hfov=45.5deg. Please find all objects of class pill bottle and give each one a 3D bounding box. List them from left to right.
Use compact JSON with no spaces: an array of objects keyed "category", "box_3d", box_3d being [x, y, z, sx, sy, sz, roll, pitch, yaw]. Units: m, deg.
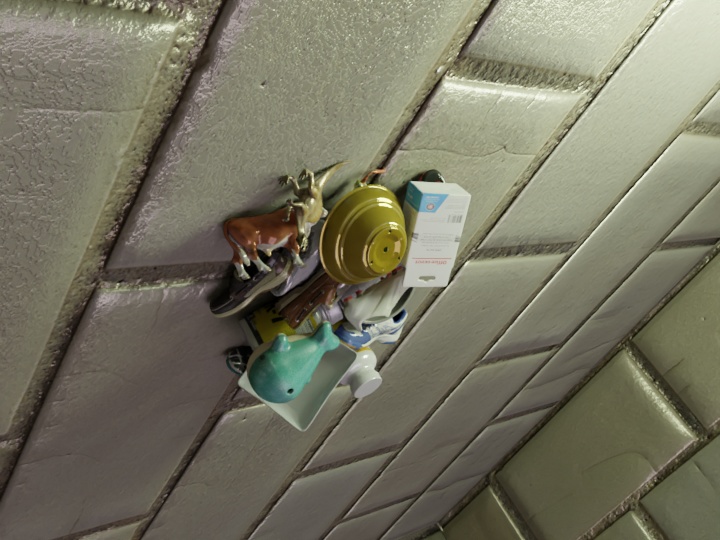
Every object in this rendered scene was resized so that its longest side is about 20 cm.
[{"category":"pill bottle","box_3d":[-0.143,0.106,1.790,0.198,0.115,0.115,-29,152,-11]},{"category":"pill bottle","box_3d":[-0.031,0.185,1.940,0.103,0.201,0.105,-25,151,-15]}]

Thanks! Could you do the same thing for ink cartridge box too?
[{"category":"ink cartridge box","box_3d":[0.136,-0.071,1.718,0.114,0.067,0.203,0,116,-27]}]

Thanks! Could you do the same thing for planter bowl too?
[{"category":"planter bowl","box_3d":[0.027,-0.052,1.611,0.198,0.083,0.203,-19,122,-32]}]

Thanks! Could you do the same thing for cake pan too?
[{"category":"cake pan","box_3d":[0.029,0.011,1.809,0.198,0.037,0.203,-9,109,-25]}]

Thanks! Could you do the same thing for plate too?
[{"category":"plate","box_3d":[-0.131,0.215,1.820,0.201,0.198,0.032,-53,151,-14]}]

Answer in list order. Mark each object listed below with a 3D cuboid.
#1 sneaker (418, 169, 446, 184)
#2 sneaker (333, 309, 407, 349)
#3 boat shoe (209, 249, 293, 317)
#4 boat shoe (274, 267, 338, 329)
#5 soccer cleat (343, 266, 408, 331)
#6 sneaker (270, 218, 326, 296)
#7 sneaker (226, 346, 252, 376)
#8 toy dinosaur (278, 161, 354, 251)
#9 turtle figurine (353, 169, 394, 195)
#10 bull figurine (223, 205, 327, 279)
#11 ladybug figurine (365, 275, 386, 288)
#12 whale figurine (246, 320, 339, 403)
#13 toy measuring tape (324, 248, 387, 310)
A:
[{"category":"sneaker","box_3d":[0.127,-0.121,1.782,0.073,0.087,0.203,-10,121,-22]},{"category":"sneaker","box_3d":[0.023,0.115,1.892,0.199,0.075,0.089,-7,132,-49]},{"category":"boat shoe","box_3d":[-0.218,0.019,1.634,0.199,0.074,0.065,-33,122,19]},{"category":"boat shoe","box_3d":[-0.073,0.039,1.700,0.199,0.068,0.072,-37,175,11]},{"category":"soccer cleat","box_3d":[0.056,0.050,1.769,0.198,0.078,0.069,-31,-179,-10]},{"category":"sneaker","box_3d":[-0.107,-0.035,1.670,0.099,0.078,0.200,-15,155,-47]},{"category":"sneaker","box_3d":[-0.238,0.227,1.925,0.079,0.078,0.199,-29,153,19]},{"category":"toy dinosaur","box_3d":[-0.091,-0.135,1.519,0.101,0.058,0.202,44,63,-45]},{"category":"turtle figurine","box_3d":[0.015,-0.104,1.685,0.160,0.065,0.200,-36,152,4]},{"category":"bull figurine","box_3d":[-0.148,-0.061,1.544,0.197,0.123,0.065,-12,174,-23]},{"category":"ladybug figurine","box_3d":[0.027,0.054,1.934,0.134,0.072,0.201,-25,150,-15]},{"category":"whale figurine","box_3d":[-0.127,0.186,1.706,0.198,0.104,0.160,-30,135,-5]},{"category":"toy measuring tape","box_3d":[0.000,0.000,1.724,0.200,0.073,0.074,-46,154,-9]}]
